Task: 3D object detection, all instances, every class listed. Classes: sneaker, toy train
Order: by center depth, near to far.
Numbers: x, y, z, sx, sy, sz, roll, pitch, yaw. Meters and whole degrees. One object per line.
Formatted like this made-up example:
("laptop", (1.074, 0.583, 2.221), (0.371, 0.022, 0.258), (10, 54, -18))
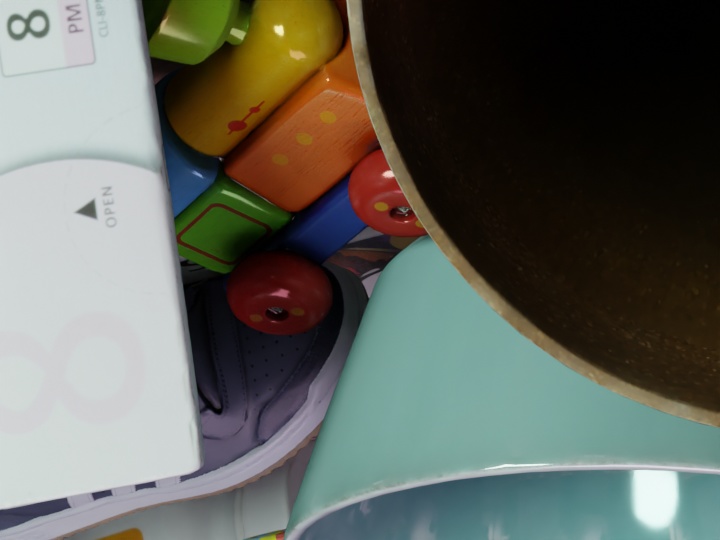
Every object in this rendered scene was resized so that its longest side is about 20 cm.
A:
("toy train", (-0.016, -0.067, 0.769), (0.115, 0.085, 0.200), (23, 142, -25))
("sneaker", (-0.099, 0.039, 0.906), (0.199, 0.070, 0.108), (-25, 145, 29))

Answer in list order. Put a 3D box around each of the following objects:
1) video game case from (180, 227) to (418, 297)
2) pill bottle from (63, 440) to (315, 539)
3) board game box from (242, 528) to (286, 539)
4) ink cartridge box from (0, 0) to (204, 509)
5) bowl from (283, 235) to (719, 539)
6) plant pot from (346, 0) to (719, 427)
("video game case", (0.000, 0.000, 0.984), (0.180, 0.036, 0.200), (-13, 158, 14))
("pill bottle", (-0.094, 0.145, 1.217), (0.199, 0.112, 0.111), (-19, 156, 27))
("board game box", (0.059, 0.137, 1.021), (0.199, 0.104, 0.105), (-11, 175, -2))
("ink cartridge box", (-0.152, -0.008, 0.720), (0.199, 0.164, 0.057), (-11, -165, -13))
("bowl", (0.075, 0.040, 0.819), (0.199, 0.106, 0.201), (1, 161, 0))
("plant pot", (0.110, -0.082, 0.603), (0.186, 0.188, 0.200), (-15, -169, 18))
